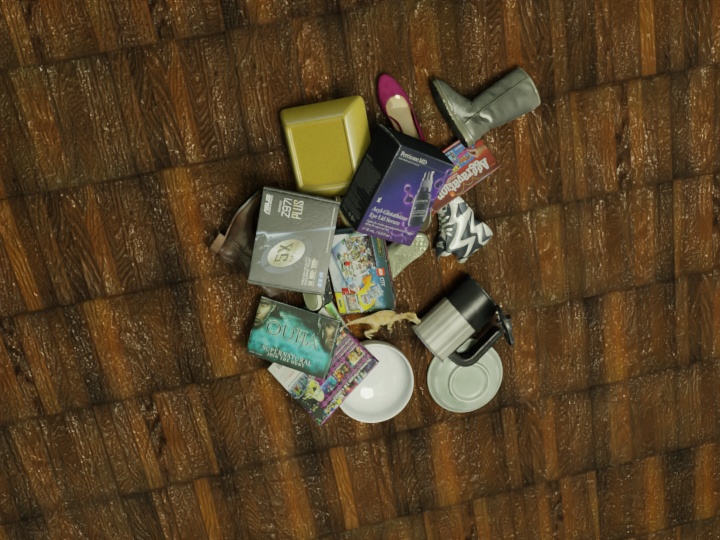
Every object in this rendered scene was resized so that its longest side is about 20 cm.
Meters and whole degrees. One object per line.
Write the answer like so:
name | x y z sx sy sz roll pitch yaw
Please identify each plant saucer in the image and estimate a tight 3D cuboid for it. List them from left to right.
plant saucer | -0.074 -0.250 1.259 0.197 0.048 0.203 -4 111 23
plant saucer | 0.267 0.271 1.490 0.197 0.050 0.203 -2 104 -7

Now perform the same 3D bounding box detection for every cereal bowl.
cereal bowl | 0.026 0.258 1.437 0.197 0.083 0.203 -2 104 -7

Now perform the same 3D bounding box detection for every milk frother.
milk frother | 0.241 0.135 1.364 0.188 0.200 0.181 -43 87 5

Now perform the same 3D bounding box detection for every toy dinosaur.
toy dinosaur | 0.037 0.115 1.383 0.197 0.101 0.059 -5 65 -16

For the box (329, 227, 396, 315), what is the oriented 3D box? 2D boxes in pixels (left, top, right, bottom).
box | 0.000 0.000 1.356 0.134 0.038 0.203 -6 114 12

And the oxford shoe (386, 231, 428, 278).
oxford shoe | 0.072 -0.029 1.385 0.199 0.058 0.075 -34 112 18

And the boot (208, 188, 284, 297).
boot | -0.210 -0.056 1.334 0.199 0.064 0.187 37 106 -14

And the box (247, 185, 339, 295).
box | -0.141 -0.061 1.257 0.161 0.086 0.203 11 91 -8

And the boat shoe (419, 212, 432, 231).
boat shoe | 0.097 -0.182 1.340 0.071 0.068 0.202 -31 105 -18

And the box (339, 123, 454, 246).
box | 0.071 -0.170 1.211 0.146 0.105 0.202 11 119 -33

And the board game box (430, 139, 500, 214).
board game box | 0.206 -0.219 1.318 0.199 0.019 0.103 -36 86 -17

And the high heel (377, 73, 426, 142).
high heel | 0.096 -0.330 1.284 0.067 0.096 0.202 -30 107 1

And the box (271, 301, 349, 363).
box | -0.130 0.160 1.415 0.198 0.036 0.145 -31 106 0

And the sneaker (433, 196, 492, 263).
sneaker | 0.197 -0.098 1.367 0.199 0.079 0.130 41 88 -25

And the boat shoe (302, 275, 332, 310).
boat shoe | -0.102 -0.014 1.355 0.066 0.074 0.202 -9 81 -42

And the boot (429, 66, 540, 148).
boot | 0.274 -0.388 1.306 0.199 0.073 0.183 -35 100 1

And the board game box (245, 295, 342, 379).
board game box | -0.151 0.151 1.349 0.197 0.028 0.137 16 90 13

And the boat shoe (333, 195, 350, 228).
boat shoe | -0.027 -0.184 1.323 0.072 0.063 0.203 -15 106 -4

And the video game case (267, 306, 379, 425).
video game case | -0.086 0.218 1.364 0.181 0.036 0.200 43 96 11
